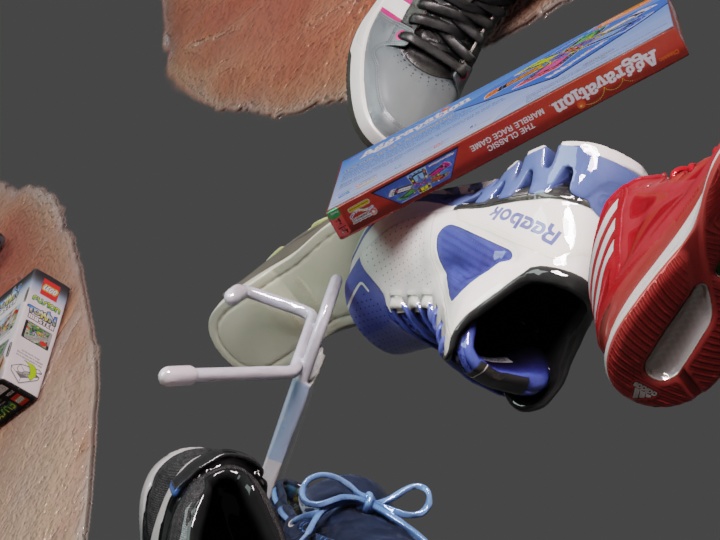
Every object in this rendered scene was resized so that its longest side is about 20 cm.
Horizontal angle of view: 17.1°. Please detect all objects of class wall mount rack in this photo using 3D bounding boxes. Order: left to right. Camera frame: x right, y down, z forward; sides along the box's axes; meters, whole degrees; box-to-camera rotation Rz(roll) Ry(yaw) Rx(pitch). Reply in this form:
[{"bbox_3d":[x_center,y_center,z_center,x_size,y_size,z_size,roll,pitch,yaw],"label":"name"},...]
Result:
[{"bbox_3d":[-0.074,0.092,1.285,0.174,0.074,0.200,-66,-5,-73],"label":"wall mount rack"}]

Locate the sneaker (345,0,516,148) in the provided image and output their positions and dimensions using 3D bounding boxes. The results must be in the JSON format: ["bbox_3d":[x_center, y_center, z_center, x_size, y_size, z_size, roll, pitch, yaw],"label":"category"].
[{"bbox_3d":[0.064,-0.165,1.425,0.121,0.084,0.200,-41,26,54],"label":"sneaker"}]

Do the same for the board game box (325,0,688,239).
[{"bbox_3d":[0.076,-0.082,1.247,0.200,0.019,0.103,-28,14,12],"label":"board game box"}]

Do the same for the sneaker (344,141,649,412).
[{"bbox_3d":[0.056,0.016,1.211,0.199,0.080,0.115,-26,36,48],"label":"sneaker"}]

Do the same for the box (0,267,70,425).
[{"bbox_3d":[-0.306,0.088,1.883,0.200,0.035,0.110,-34,32,42],"label":"box"}]

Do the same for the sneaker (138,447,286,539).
[{"bbox_3d":[-0.072,0.186,1.152,0.112,0.073,0.201,164,101,-75],"label":"sneaker"}]

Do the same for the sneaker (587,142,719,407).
[{"bbox_3d":[0.163,-0.045,1.083,0.200,0.078,0.116,-50,26,14],"label":"sneaker"}]

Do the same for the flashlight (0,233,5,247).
[{"bbox_3d":[-0.386,0.041,2.047,0.200,0.068,0.068,-61,-11,5],"label":"flashlight"}]

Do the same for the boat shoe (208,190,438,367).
[{"bbox_3d":[-0.002,-0.002,1.358,0.201,0.072,0.060,-26,15,38],"label":"boat shoe"}]

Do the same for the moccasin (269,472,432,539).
[{"bbox_3d":[-0.015,0.132,1.198,0.200,0.080,0.068,-2,73,61],"label":"moccasin"}]
